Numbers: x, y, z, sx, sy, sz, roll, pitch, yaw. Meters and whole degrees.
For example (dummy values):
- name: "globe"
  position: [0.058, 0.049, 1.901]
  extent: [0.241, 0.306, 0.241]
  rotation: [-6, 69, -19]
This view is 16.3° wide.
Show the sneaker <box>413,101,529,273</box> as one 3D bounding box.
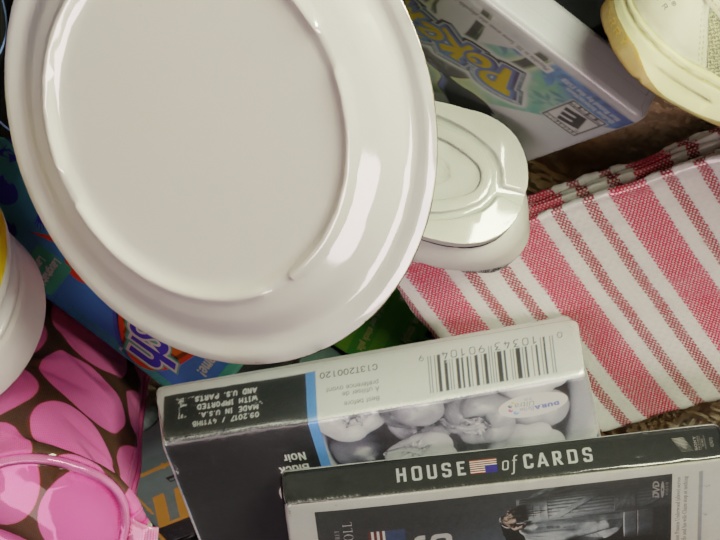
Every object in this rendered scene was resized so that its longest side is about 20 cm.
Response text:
- name: "sneaker"
  position: [-0.023, -0.049, 1.063]
  extent: [0.199, 0.077, 0.081]
  rotation: [25, 169, 11]

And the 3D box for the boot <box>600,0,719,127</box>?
- name: "boot"
  position: [0.209, -0.108, 0.939]
  extent: [0.199, 0.072, 0.155]
  rotation: [17, 129, -29]

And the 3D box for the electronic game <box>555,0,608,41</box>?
- name: "electronic game"
  position: [0.052, -0.156, 0.974]
  extent: [0.199, 0.042, 0.201]
  rotation: [16, 148, 10]

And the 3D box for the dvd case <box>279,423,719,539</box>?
- name: "dvd case"
  position: [0.068, 0.137, 1.169]
  extent: [0.198, 0.025, 0.151]
  rotation: [-7, 135, 0]

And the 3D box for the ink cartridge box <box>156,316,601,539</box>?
- name: "ink cartridge box"
  position: [0.022, 0.116, 1.192]
  extent: [0.197, 0.044, 0.201]
  rotation: [-10, 136, 7]

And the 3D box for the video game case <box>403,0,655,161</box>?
- name: "video game case"
  position: [-0.003, -0.106, 1.028]
  extent: [0.199, 0.022, 0.182]
  rotation: [34, 158, -18]

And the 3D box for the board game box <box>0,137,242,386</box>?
- name: "board game box"
  position: [-0.114, -0.040, 1.147]
  extent: [0.199, 0.045, 0.152]
  rotation: [36, 139, -2]

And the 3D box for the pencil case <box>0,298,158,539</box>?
- name: "pencil case"
  position: [-0.139, 0.070, 1.202]
  extent: [0.093, 0.200, 0.091]
  rotation: [5, 121, -5]

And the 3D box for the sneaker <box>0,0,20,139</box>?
- name: "sneaker"
  position: [-0.180, -0.107, 1.011]
  extent: [0.070, 0.078, 0.200]
  rotation: [13, 149, 29]

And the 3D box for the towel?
- name: "towel"
  position: [0.127, 0.007, 1.128]
  extent: [0.199, 0.030, 0.147]
  rotation: [-18, 131, 26]

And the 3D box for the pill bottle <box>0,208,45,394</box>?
- name: "pill bottle"
  position: [-0.219, -0.016, 1.076]
  extent: [0.113, 0.115, 0.200]
  rotation: [0, 156, 22]

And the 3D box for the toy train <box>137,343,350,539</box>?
- name: "toy train"
  position: [-0.052, 0.098, 1.287]
  extent: [0.199, 0.085, 0.114]
  rotation: [-23, 118, 37]

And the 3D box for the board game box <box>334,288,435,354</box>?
- name: "board game box"
  position: [0.000, 0.000, 1.192]
  extent: [0.199, 0.030, 0.095]
  rotation: [34, 139, -14]

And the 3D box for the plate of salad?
- name: "plate of salad"
  position: [-0.053, -0.062, 0.980]
  extent: [0.199, 0.048, 0.202]
  rotation: [10, 110, 29]
